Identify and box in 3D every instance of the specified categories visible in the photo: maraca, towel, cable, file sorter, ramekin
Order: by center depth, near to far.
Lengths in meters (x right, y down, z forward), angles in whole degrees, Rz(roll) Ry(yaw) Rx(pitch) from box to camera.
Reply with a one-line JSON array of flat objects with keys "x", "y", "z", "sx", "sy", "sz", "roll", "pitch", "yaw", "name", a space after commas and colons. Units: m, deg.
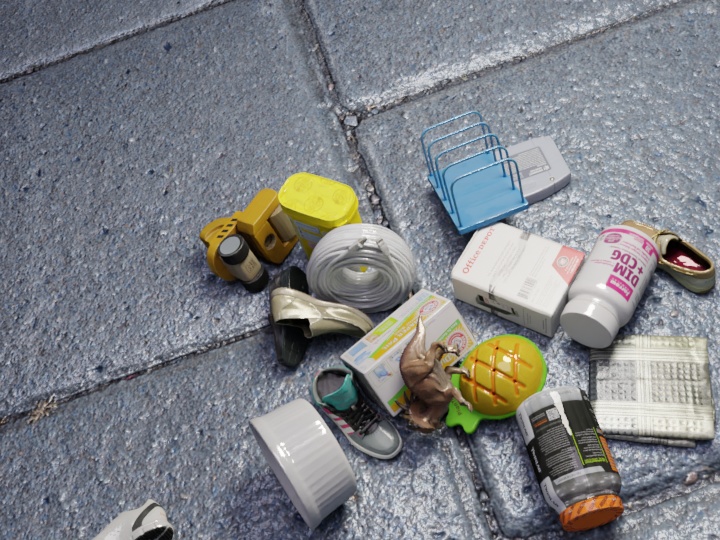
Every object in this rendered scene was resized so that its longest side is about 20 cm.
[{"x": -0.090, "y": 0.306, "z": 1.352, "sx": 0.097, "sy": 0.201, "sz": 0.201, "roll": -29, "pitch": 56, "yaw": -16, "name": "ramekin"}, {"x": 0.483, "y": 0.196, "z": 1.388, "sx": 0.199, "sy": 0.035, "sz": 0.193, "roll": 0, "pitch": 55, "yaw": 16, "name": "towel"}, {"x": 0.219, "y": 0.190, "z": 1.407, "sx": 0.200, "sy": 0.107, "sz": 0.137, "roll": -33, "pitch": 58, "yaw": 10, "name": "maraca"}, {"x": 0.000, "y": 0.000, "z": 1.522, "sx": 0.199, "sy": 0.200, "sz": 0.069, "roll": -20, "pitch": 47, "yaw": 26, "name": "cable"}, {"x": 0.207, "y": -0.191, "z": 1.570, "sx": 0.138, "sy": 0.123, "sz": 0.200, "roll": -22, "pitch": 40, "yaw": 0, "name": "file sorter"}]

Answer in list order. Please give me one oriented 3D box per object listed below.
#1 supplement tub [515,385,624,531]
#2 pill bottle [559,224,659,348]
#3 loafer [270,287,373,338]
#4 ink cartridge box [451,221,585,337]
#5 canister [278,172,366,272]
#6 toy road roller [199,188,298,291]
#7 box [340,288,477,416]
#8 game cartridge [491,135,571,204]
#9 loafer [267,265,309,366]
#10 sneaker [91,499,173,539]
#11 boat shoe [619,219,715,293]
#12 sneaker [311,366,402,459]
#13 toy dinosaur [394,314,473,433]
[{"x": 0.328, "y": 0.293, "z": 1.302, "sx": 0.122, "sy": 0.123, "sz": 0.201, "roll": -16, "pitch": 55, "yaw": 3, "name": "supplement tub"}, {"x": 0.430, "y": 0.028, "z": 1.444, "sx": 0.113, "sy": 0.114, "sz": 0.200, "roll": 22, "pitch": 61, "yaw": 25, "name": "pill bottle"}, {"x": -0.074, "y": 0.093, "z": 1.527, "sx": 0.199, "sy": 0.076, "sz": 0.069, "roll": 17, "pitch": 67, "yaw": -9, "name": "loafer"}, {"x": 0.286, "y": 0.010, "z": 1.515, "sx": 0.199, "sy": 0.083, "sz": 0.147, "roll": 23, "pitch": 65, "yaw": 26, "name": "ink cartridge box"}, {"x": -0.061, "y": -0.082, "z": 1.586, "sx": 0.148, "sy": 0.200, "sz": 0.087, "roll": 19, "pitch": 64, "yaw": 23, "name": "canister"}, {"x": -0.229, "y": -0.071, "z": 1.671, "sx": 0.146, "sy": 0.123, "sz": 0.200, "roll": 22, "pitch": 66, "yaw": 37, "name": "toy road roller"}, {"x": 0.084, "y": 0.138, "z": 1.446, "sx": 0.200, "sy": 0.102, "sz": 0.112, "roll": -39, "pitch": 22, "yaw": -13, "name": "box"}, {"x": 0.310, "y": -0.188, "z": 1.667, "sx": 0.199, "sy": 0.042, "sz": 0.134, "roll": -19, "pitch": 60, "yaw": 1, "name": "game cartridge"}, {"x": -0.142, "y": 0.093, "z": 1.584, "sx": 0.072, "sy": 0.073, "sz": 0.201, "roll": -22, "pitch": 52, "yaw": 34, "name": "loafer"}, {"x": -0.414, "y": 0.462, "z": 1.411, "sx": 0.199, "sy": 0.074, "sz": 0.080, "roll": -25, "pitch": 41, "yaw": -9, "name": "sneaker"}, {"x": 0.549, "y": -0.040, "z": 1.496, "sx": 0.200, "sy": 0.066, "sz": 0.074, "roll": 35, "pitch": 71, "yaw": 29, "name": "boat shoe"}, {"x": -0.013, "y": 0.233, "z": 1.421, "sx": 0.200, "sy": 0.121, "sz": 0.084, "roll": 36, "pitch": 72, "yaw": 28, "name": "sneaker"}, {"x": 0.103, "y": 0.181, "z": 1.362, "sx": 0.135, "sy": 0.086, "sz": 0.201, "roll": -22, "pitch": 95, "yaw": 21, "name": "toy dinosaur"}]
